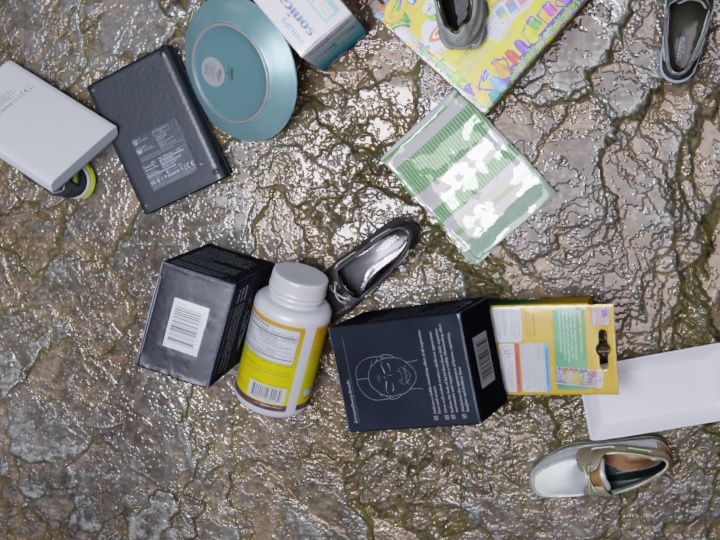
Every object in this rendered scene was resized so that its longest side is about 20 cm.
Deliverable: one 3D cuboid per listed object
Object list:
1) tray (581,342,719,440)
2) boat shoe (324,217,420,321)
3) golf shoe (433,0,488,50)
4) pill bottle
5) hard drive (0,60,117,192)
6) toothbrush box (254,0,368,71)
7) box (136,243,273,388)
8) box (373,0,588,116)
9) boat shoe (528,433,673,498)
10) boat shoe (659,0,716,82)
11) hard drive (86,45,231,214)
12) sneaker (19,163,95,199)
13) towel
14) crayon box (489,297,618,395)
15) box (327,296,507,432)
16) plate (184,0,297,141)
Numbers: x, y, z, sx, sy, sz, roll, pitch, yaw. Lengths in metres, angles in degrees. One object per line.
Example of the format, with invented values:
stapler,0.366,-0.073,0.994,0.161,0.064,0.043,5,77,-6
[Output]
tray,0.405,0.165,1.396,0.200,0.022,0.108,-11,97,11
boat shoe,0.000,0.000,1.419,0.200,0.057,0.067,-43,90,12
golf shoe,0.114,-0.364,1.203,0.078,0.097,0.200,-8,95,13
pill bottle,-0.104,0.094,1.409,0.109,0.109,0.200,18,111,6
hard drive,-0.459,-0.204,1.422,0.200,0.026,0.132,32,60,14
toothbrush box,-0.076,-0.343,1.305,0.085,0.200,0.146,-40,90,10
box,-0.207,0.056,1.389,0.104,0.200,0.148,17,100,6
box,0.158,-0.337,1.309,0.193,0.122,0.200,43,103,1
boat shoe,0.327,0.272,1.401,0.200,0.068,0.075,-19,95,12
boat shoe,0.422,-0.340,1.291,0.072,0.071,0.200,4,99,9
hard drive,-0.286,-0.198,1.442,0.139,0.033,0.200,-22,95,18
sneaker,-0.469,-0.176,1.455,0.200,0.085,0.075,36,102,2
towel,0.144,-0.128,1.394,0.153,0.023,0.200,-43,90,12
crayon box,0.247,0.103,1.384,0.200,0.052,0.126,-2,98,20
box,0.077,0.127,1.371,0.200,0.107,0.149,-8,96,29
plate,-0.170,-0.267,1.374,0.200,0.026,0.200,18,123,30
